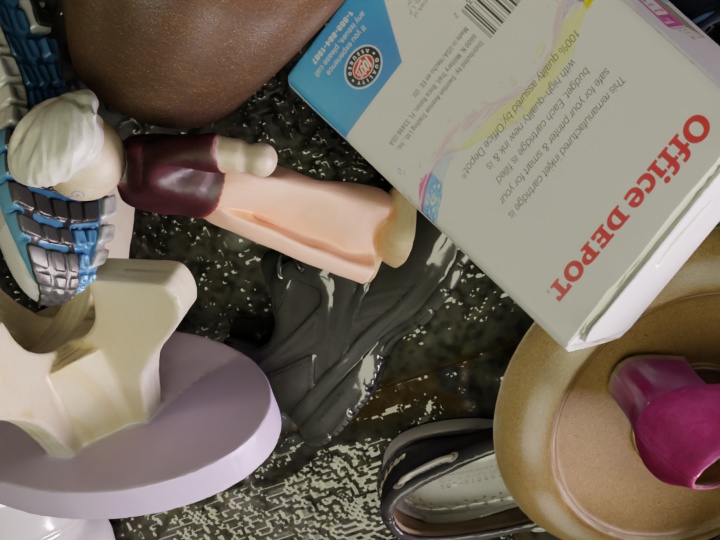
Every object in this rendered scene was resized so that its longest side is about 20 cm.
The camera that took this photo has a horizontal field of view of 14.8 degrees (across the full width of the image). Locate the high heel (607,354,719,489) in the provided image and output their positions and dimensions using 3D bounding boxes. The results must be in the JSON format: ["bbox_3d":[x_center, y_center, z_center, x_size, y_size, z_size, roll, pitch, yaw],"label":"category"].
[{"bbox_3d":[0.228,0.078,1.395,0.199,0.096,0.068,6,118,-23],"label":"high heel"}]

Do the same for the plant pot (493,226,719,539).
[{"bbox_3d":[0.167,0.071,1.444,0.199,0.028,0.201,-10,122,-15],"label":"plant pot"}]

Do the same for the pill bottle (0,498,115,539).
[{"bbox_3d":[-0.185,0.191,1.537,0.114,0.114,0.201,-4,116,7],"label":"pill bottle"}]

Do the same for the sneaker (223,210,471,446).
[{"bbox_3d":[0.000,0.000,1.452,0.091,0.076,0.200,36,112,-4],"label":"sneaker"}]

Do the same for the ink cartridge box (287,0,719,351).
[{"bbox_3d":[0.089,-0.081,1.340,0.200,0.085,0.145,45,108,17],"label":"ink cartridge box"}]

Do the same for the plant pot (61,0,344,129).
[{"bbox_3d":[-0.070,-0.169,1.326,0.186,0.187,0.200,20,133,-5],"label":"plant pot"}]

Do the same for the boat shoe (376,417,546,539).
[{"bbox_3d":[0.105,0.105,1.498,0.199,0.060,0.074,-9,114,9],"label":"boat shoe"}]

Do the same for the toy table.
[{"bbox_3d":[-0.147,0.041,1.435,0.199,0.184,0.118,-5,128,21],"label":"toy table"}]

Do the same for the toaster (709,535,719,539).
[{"bbox_3d":[0.277,0.205,1.502,0.200,0.119,0.181,-39,108,21],"label":"toaster"}]

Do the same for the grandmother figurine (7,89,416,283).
[{"bbox_3d":[-0.073,-0.041,1.348,0.199,0.061,0.121,13,155,-18],"label":"grandmother figurine"}]

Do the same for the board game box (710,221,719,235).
[{"bbox_3d":[0.204,-0.027,1.430,0.095,0.030,0.201,19,115,-24],"label":"board game box"}]

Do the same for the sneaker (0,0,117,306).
[{"bbox_3d":[-0.186,-0.066,1.398,0.086,0.201,0.075,-32,154,31],"label":"sneaker"}]

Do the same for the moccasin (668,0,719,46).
[{"bbox_3d":[0.131,-0.071,1.404,0.080,0.068,0.201,26,116,-8],"label":"moccasin"}]
